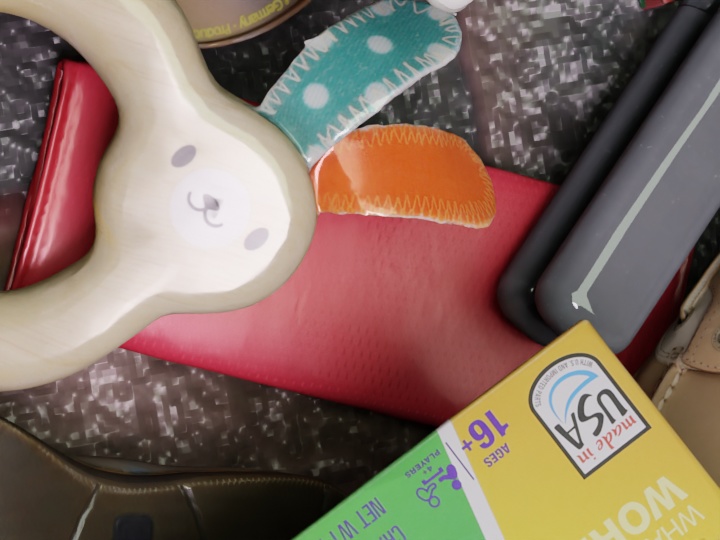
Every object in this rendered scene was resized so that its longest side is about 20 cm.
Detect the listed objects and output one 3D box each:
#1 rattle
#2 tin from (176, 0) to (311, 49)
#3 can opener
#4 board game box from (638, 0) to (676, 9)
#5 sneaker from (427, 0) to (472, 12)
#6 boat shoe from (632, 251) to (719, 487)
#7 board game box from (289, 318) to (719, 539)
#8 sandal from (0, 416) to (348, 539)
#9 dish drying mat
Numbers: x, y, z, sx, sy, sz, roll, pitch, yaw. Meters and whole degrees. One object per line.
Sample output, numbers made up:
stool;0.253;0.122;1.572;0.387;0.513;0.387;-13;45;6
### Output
rattle;-0.061;-0.027;0.692;0.199;0.143;0.131;8;83;0
tin;-0.091;-0.136;0.761;0.199;0.042;0.112;31;75;-17
can opener;0.116;-0.055;0.805;0.066;0.053;0.200;42;76;-15
board game box;0.104;-0.189;0.842;0.102;0.019;0.201;-18;94;-20
sneaker;-0.044;-0.128;0.712;0.199;0.074;0.089;28;121;9
boat shoe;0.119;0.019;0.779;0.071;0.065;0.200;25;50;12
board game box;0.057;0.137;0.684;0.153;0.040;0.200;-37;78;-7
sandal;-0.087;0.074;0.751;0.199;0.054;0.082;6;92;-34
dish drying mat;0.000;0.000;0.800;0.199;0.018;0.077;14;84;-20
